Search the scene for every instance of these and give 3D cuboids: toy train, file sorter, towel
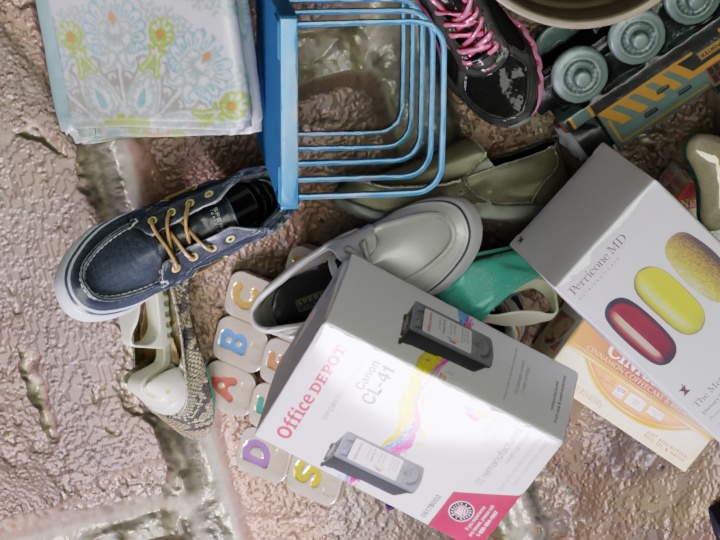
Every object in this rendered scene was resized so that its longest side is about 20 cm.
[{"bbox_3d":[0.226,-0.169,1.555,0.200,0.085,0.114,-35,117,7],"label":"toy train"},{"bbox_3d":[-0.012,-0.141,1.482,0.122,0.200,0.139,-2,108,-8],"label":"file sorter"},{"bbox_3d":[-0.163,-0.195,1.494,0.171,0.048,0.201,0,109,23],"label":"towel"}]

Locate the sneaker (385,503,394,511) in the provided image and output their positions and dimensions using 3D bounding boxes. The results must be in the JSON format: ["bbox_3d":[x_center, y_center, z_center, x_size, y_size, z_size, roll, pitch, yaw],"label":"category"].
[{"bbox_3d":[0.071,0.136,1.588,0.087,0.075,0.200,-22,149,-22],"label":"sneaker"}]

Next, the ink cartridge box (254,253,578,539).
[{"bbox_3d":[0.041,0.101,1.489,0.199,0.086,0.148,26,130,-7],"label":"ink cartridge box"}]

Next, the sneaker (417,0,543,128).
[{"bbox_3d":[0.074,-0.198,1.498,0.079,0.095,0.201,-25,91,16],"label":"sneaker"}]

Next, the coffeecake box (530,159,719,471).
[{"bbox_3d":[0.262,0.037,1.625,0.153,0.073,0.200,33,102,-13],"label":"coffeecake box"}]

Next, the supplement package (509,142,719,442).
[{"bbox_3d":[0.230,0.017,1.502,0.200,0.110,0.114,40,95,-23],"label":"supplement package"}]

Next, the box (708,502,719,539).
[{"bbox_3d":[0.415,0.245,1.647,0.199,0.182,0.104,-19,108,1],"label":"box"}]

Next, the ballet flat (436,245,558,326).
[{"bbox_3d":[0.150,0.002,1.571,0.199,0.067,0.071,-20,81,-25],"label":"ballet flat"}]

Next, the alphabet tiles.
[{"bbox_3d":[-0.035,0.085,1.596,0.195,0.015,0.201,22,107,21],"label":"alphabet tiles"}]

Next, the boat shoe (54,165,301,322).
[{"bbox_3d":[-0.139,-0.028,1.510,0.200,0.091,0.071,-32,97,-36],"label":"boat shoe"}]

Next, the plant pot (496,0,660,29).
[{"bbox_3d":[0.150,-0.294,1.457,0.199,0.174,0.201,-1,109,-4],"label":"plant pot"}]

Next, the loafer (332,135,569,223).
[{"bbox_3d":[0.074,-0.075,1.581,0.199,0.075,0.070,-3,102,-13],"label":"loafer"}]

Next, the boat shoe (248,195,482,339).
[{"bbox_3d":[0.000,0.000,1.518,0.199,0.066,0.072,-21,85,28],"label":"boat shoe"}]

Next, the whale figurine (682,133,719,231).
[{"bbox_3d":[0.328,-0.096,1.553,0.199,0.104,0.160,-22,106,-23],"label":"whale figurine"}]

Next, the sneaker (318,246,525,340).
[{"bbox_3d":[0.038,0.026,1.602,0.199,0.079,0.079,7,108,-5],"label":"sneaker"}]

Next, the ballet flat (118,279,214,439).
[{"bbox_3d":[-0.166,0.054,1.594,0.068,0.075,0.201,5,111,28],"label":"ballet flat"}]
